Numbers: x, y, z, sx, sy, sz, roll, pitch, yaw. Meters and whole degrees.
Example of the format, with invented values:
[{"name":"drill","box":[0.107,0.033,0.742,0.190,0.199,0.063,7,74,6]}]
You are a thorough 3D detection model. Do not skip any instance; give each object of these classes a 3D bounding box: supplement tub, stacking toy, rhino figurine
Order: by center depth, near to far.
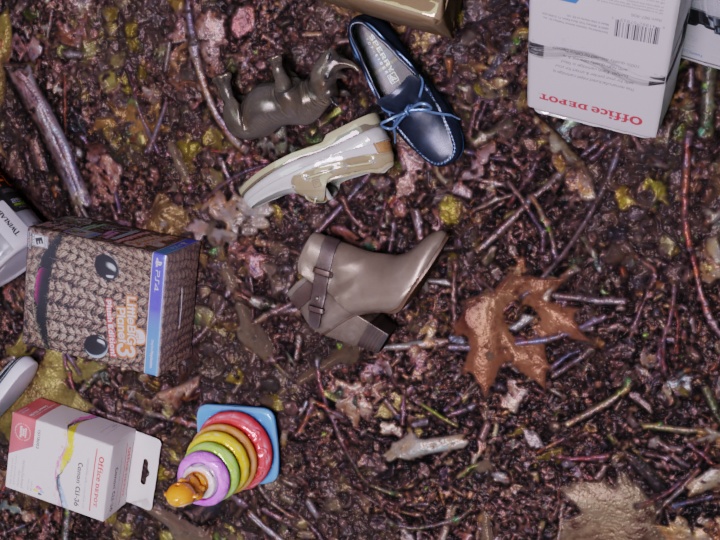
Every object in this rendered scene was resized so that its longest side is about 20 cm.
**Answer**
[{"name":"rhino figurine","box":[-0.086,-0.211,1.200,0.199,0.060,0.088,-12,104,27]},{"name":"stacking toy","box":[-0.185,0.248,1.263,0.115,0.200,0.111,1,102,16]},{"name":"supplement tub","box":[-0.515,-0.082,1.337,0.122,0.123,0.200,-42,88,21]}]

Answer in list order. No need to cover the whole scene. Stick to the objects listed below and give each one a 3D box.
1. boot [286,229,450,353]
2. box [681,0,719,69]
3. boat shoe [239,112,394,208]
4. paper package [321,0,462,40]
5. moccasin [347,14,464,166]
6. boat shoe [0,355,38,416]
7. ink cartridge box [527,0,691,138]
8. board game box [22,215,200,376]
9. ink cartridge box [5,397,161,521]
[{"name":"boot","box":[0.000,0.000,1.223,0.146,0.070,0.201,35,109,10]},{"name":"box","box":[0.357,-0.290,0.976,0.116,0.060,0.201,32,152,45]},{"name":"boat shoe","box":[-0.053,-0.113,1.211,0.199,0.075,0.069,-25,91,22]},{"name":"paper package","box":[0.030,-0.374,1.102,0.199,0.103,0.192,19,96,13]},{"name":"moccasin","box":[0.041,-0.201,1.165,0.080,0.068,0.200,-39,88,21]},{"name":"boat shoe","box":[-0.528,0.175,1.429,0.068,0.072,0.200,46,118,2]},{"name":"ink cartridge box","box":[0.249,-0.244,1.021,0.144,0.084,0.201,19,148,20]},{"name":"board game box","box":[-0.321,0.029,1.314,0.199,0.097,0.161,11,105,15]},{"name":"ink cartridge box","box":[-0.381,0.264,1.399,0.199,0.067,0.117,14,106,14]}]
